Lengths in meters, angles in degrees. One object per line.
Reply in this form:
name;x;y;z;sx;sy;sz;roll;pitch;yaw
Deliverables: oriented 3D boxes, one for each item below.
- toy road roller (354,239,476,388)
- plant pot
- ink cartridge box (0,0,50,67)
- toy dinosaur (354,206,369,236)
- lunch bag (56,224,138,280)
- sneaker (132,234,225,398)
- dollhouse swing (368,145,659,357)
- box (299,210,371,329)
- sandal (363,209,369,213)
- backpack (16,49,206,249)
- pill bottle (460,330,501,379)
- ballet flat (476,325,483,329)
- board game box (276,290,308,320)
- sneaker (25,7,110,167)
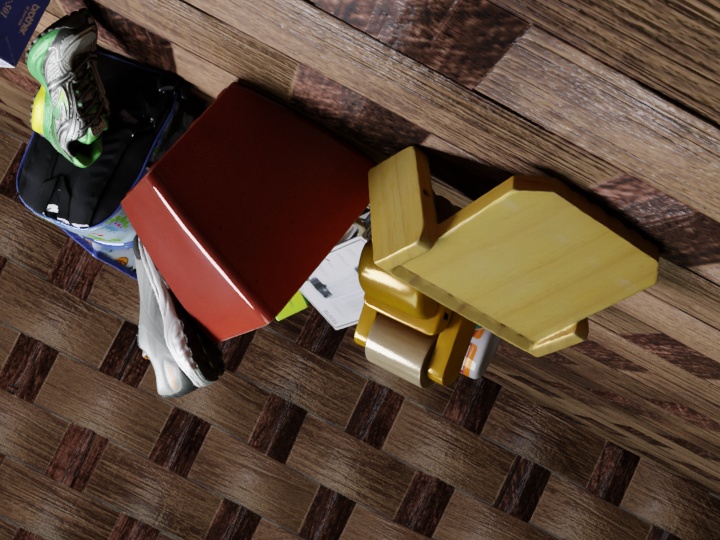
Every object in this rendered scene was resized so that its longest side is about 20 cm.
toy road roller;0.054;0.030;1.245;0.122;0.202;0.146;24;-164;27
plant pot;-0.123;-0.067;1.136;0.176;0.200;0.200;44;157;-12
ink cartridge box;-0.361;-0.252;1.110;0.044;0.095;0.199;30;174;-33
toy dinosaur;-0.028;-0.087;1.262;0.100;0.059;0.200;29;174;-8
lunch bag;-0.285;-0.080;1.509;0.124;0.171;0.200;37;180;30
sneaker;-0.216;0.044;1.225;0.074;0.079;0.202;23;-140;-56
dollhouse swing;0.138;-0.046;0.991;0.199;0.176;0.183;29;-145;-26
box;0.000;0.000;1.429;0.117;0.060;0.199;47;148;-14
sandal;0.026;-0.043;1.476;0.199;0.045;0.075;29;174;-22
backpack;-0.281;-0.130;1.303;0.182;0.202;0.147;23;173;26
pill bottle;0.127;0.087;1.852;0.199;0.114;0.113;26;175;16
ballet flat;0.151;0.038;1.380;0.198;0.070;0.069;9;180;-19
board game box;-0.132;-0.041;1.534;0.102;0.047;0.202;-89;-25;-79
sneaker;-0.285;-0.185;1.154;0.085;0.078;0.201;43;150;14
